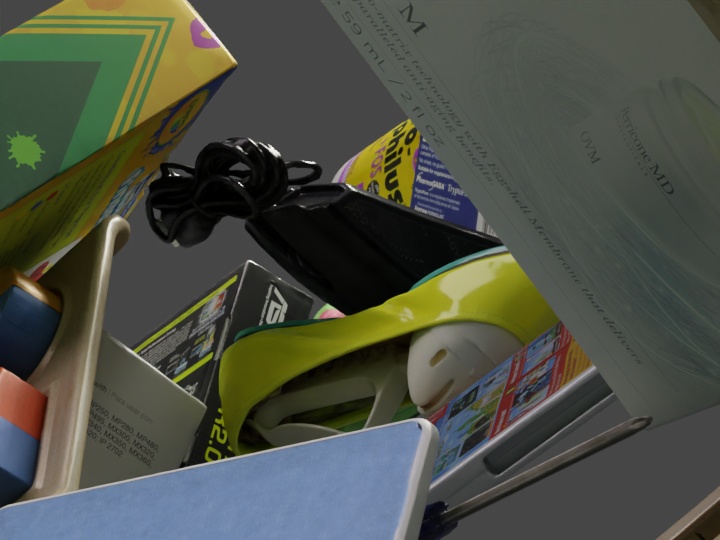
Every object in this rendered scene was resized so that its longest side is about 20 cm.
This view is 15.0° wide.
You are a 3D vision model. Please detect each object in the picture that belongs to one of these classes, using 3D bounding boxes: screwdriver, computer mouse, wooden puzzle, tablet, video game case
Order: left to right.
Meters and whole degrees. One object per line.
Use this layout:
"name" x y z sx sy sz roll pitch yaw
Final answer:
"wooden puzzle" -0.182 0.078 1.189 0.185 0.046 0.201 -40 25 31
"tablet" -0.070 0.118 0.977 0.199 0.014 0.131 -13 37 26
"computer mouse" 0.000 0.000 1.270 0.138 0.199 0.053 157 129 -67
"screwdriver" 0.041 0.080 0.967 0.200 0.028 0.029 -37 33 45
"video game case" 0.094 0.032 1.089 0.200 0.017 0.143 -37 6 14

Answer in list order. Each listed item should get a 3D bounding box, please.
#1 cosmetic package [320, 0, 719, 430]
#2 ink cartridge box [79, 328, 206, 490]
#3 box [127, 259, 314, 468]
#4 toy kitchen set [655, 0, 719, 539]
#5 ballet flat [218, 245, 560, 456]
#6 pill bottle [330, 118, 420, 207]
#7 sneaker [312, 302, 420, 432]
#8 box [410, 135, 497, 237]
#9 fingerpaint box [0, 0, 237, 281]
"cosmetic package" 0.117 -0.077 0.867 0.123 0.200 0.200 -40 5 -30
"ink cartridge box" -0.170 0.136 1.260 0.145 0.084 0.201 -26 34 54
"box" -0.111 0.104 1.365 0.200 0.044 0.161 -35 30 45
"toy kitchen set" 0.074 -0.008 0.567 0.180 0.200 0.163 -38 5 -6
"ballet flat" 0.020 0.045 1.217 0.199 0.067 0.067 -16 46 29
"pill bottle" 0.075 -0.053 1.467 0.200 0.104 0.104 -33 7 46
"sneaker" 0.009 0.045 1.368 0.200 0.076 0.084 -60 -8 -66
"box" 0.078 -0.105 1.348 0.032 0.202 0.121 0 12 -33
"fingerpaint box" -0.169 -0.036 1.255 0.167 0.073 0.200 -36 -8 -37
